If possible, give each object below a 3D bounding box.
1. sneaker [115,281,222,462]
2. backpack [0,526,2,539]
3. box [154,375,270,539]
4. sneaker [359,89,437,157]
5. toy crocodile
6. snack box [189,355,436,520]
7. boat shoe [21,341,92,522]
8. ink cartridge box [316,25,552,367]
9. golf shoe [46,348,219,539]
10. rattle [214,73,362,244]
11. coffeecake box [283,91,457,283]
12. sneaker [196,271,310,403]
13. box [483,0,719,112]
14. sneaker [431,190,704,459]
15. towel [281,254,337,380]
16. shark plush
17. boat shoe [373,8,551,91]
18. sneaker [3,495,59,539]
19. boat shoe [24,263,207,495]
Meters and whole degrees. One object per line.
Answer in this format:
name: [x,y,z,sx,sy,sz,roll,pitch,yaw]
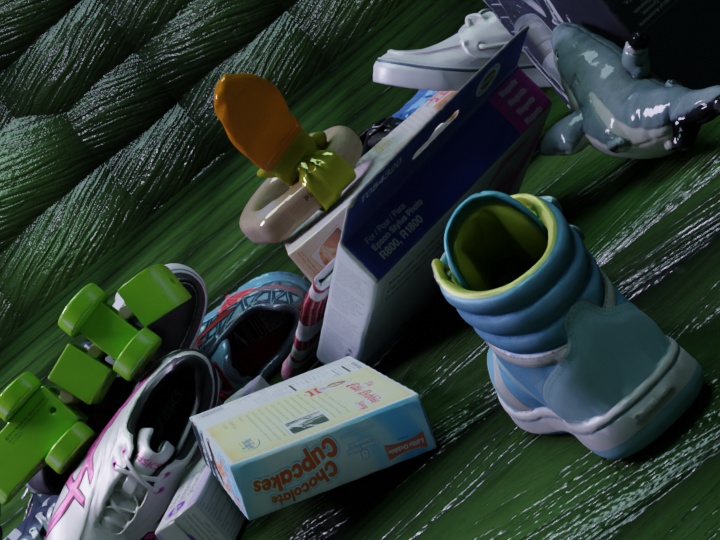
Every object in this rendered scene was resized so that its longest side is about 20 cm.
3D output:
sneaker: [-0.173,0.083,1.464,0.099,0.078,0.200,-31,40,2]
backpack: [-0.402,0.232,1.618,0.190,0.199,0.155,-148,76,-72]
box: [-0.090,0.135,1.275,0.039,0.041,0.200,-38,11,21]
sneaker: [0.068,-0.133,1.704,0.200,0.077,0.111,-39,4,33]
toy crocodile: [-0.196,0.077,1.307,0.200,0.067,0.062,-53,-6,-2]
snack box: [-0.034,0.098,1.136,0.116,0.037,0.200,-21,7,-9]
boat shoe: [-0.243,0.154,1.528,0.200,0.062,0.075,-62,31,6]
ink cartridge box: [0.053,-0.040,1.268,0.196,0.043,0.200,-46,-15,-27]
golf shoe: [-0.160,0.141,1.271,0.092,0.072,0.200,122,174,-73]
rattle: [-0.084,-0.105,1.583,0.130,0.143,0.200,-57,14,14]
coffeecake box: [0.032,-0.063,1.563,0.200,0.073,0.154,-41,10,2]
sneaker: [-0.122,0.075,1.536,0.200,0.079,0.096,-41,13,4]
box: [0.177,-0.213,1.319,0.124,0.197,0.200,-44,11,-10]
sneaker: [0.081,0.015,0.905,0.080,0.131,0.200,-44,10,-9]
towel: [0.000,0.000,1.376,0.144,0.023,0.200,-46,-9,-21]
shark plush: [0.169,-0.112,1.183,0.091,0.084,0.200,-8,12,-8]
boat shoe: [0.109,-0.181,1.513,0.199,0.066,0.074,-3,10,-3]
sneaker: [-0.238,0.219,1.380,0.108,0.070,0.200,-35,9,37]
boat shoe: [-0.175,0.081,1.362,0.200,0.070,0.066,-49,22,-12]
